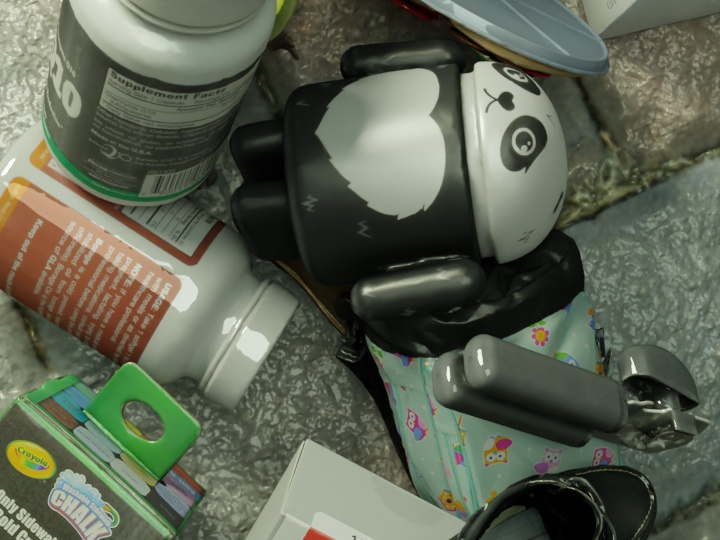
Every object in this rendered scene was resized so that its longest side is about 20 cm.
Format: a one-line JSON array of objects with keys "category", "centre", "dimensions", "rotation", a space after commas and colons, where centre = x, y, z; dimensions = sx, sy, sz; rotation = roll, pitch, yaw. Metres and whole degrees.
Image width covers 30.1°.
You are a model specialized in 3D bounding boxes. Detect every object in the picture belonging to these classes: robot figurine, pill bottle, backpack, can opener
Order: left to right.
[{"category": "pill bottle", "centre": [-0.144, 0.000, 0.857], "dimensions": [0.199, 0.112, 0.113], "rotation": [33, 80, -2]}, {"category": "pill bottle", "centre": [-0.111, -0.130, 0.742], "dimensions": [0.112, 0.200, 0.114], "rotation": [9, 60, -16]}, {"category": "robot figurine", "centre": [0.023, -0.058, 0.800], "dimensions": [0.198, 0.125, 0.152], "rotation": [-7, 102, 7]}, {"category": "backpack", "centre": [0.086, 0.088, 0.857], "dimensions": [0.166, 0.127, 0.202], "rotation": [-19, 111, -15]}, {"category": "can opener", "centre": [0.127, 0.066, 0.784], "dimensions": [0.199, 0.053, 0.067], "rotation": [20, 54, -34]}]

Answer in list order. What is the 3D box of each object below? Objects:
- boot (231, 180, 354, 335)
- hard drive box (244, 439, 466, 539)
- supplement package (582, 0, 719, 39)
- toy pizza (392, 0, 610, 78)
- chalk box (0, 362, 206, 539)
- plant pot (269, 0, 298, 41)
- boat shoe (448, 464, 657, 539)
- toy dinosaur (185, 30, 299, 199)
[{"category": "boot", "centre": [0.000, 0.000, 0.903], "dimensions": [0.199, 0.075, 0.074], "rotation": [35, 76, -4]}, {"category": "hard drive box", "centre": [-0.015, 0.226, 0.819], "dimensions": [0.155, 0.077, 0.201], "rotation": [27, 118, -3]}, {"category": "supplement package", "centre": [0.203, -0.283, 0.944], "dimensions": [0.109, 0.114, 0.202], "rotation": [-14, 84, -10]}, {"category": "toy pizza", "centre": [0.075, -0.178, 0.892], "dimensions": [0.199, 0.200, 0.032], "rotation": [28, 114, -3]}, {"category": "chalk box", "centre": [-0.181, 0.148, 0.817], "dimensions": [0.125, 0.124, 0.200], "rotation": [42, 92, 0]}, {"category": "plant pot", "centre": [-0.061, -0.269, 0.808], "dimensions": [0.200, 0.200, 0.184], "rotation": [43, 60, 0]}, {"category": "boat shoe", "centre": [0.108, 0.149, 0.751], "dimensions": [0.198, 0.066, 0.075], "rotation": [-11, 64, -34]}, {"category": "toy dinosaur", "centre": [-0.125, -0.162, 0.906], "dimensions": [0.135, 0.086, 0.201], "rotation": [-24, 81, -3]}]
